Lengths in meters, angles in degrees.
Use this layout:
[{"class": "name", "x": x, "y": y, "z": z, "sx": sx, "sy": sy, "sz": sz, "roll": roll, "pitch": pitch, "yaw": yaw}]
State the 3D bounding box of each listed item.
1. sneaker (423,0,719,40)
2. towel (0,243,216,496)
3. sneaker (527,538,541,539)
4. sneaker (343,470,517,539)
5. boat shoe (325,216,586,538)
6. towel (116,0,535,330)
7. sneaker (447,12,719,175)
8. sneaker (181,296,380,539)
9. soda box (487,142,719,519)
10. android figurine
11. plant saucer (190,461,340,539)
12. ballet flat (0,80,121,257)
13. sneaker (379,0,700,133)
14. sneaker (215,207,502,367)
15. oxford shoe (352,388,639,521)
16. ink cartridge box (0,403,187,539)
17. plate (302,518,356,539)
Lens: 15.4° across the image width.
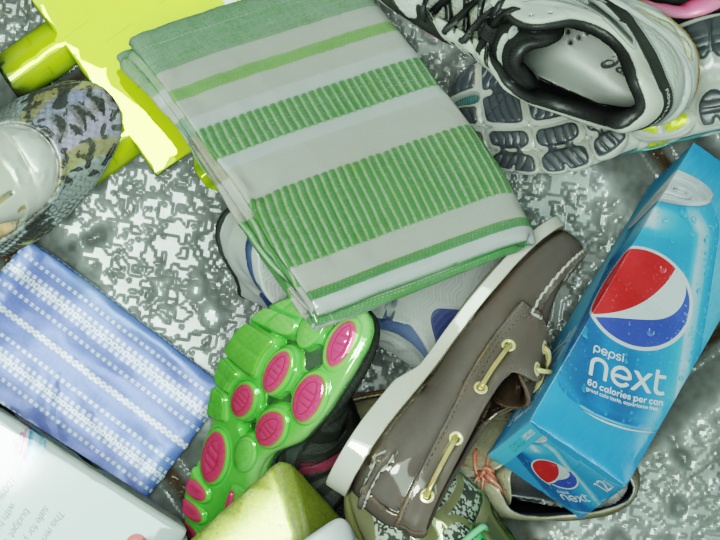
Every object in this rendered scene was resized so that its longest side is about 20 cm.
[{"class": "sneaker", "x": 0.124, "y": -0.161, "z": 1.461, "sx": 0.200, "sy": 0.095, "sz": 0.079, "roll": -3, "pitch": 92, "yaw": -3}, {"class": "towel", "x": -0.189, "y": 0.102, "z": 1.472, "sx": 0.145, "sy": 0.024, "sz": 0.200, "roll": 37, "pitch": 87, "yaw": -5}, {"class": "sneaker", "x": 0.121, "y": 0.252, "z": 1.476, "sx": 0.087, "sy": 0.074, "sz": 0.200, "roll": -33, "pitch": 88, "yaw": -4}, {"class": "sneaker", "x": 0.074, "y": 0.167, "z": 1.390, "sx": 0.077, "sy": 0.089, "sz": 0.200, "roll": -45, "pitch": 99, "yaw": -17}, {"class": "boat shoe", "x": 0.063, "y": 0.054, "z": 1.381, "sx": 0.059, "sy": 0.072, "sz": 0.200, "roll": 36, "pitch": 60, "yaw": 10}, {"class": "towel", "x": -0.016, "y": -0.067, "z": 1.382, "sx": 0.152, "sy": 0.023, "sz": 0.200, "roll": -21, "pitch": 59, "yaw": -28}, {"class": "sneaker", "x": 0.148, "y": -0.091, "z": 1.472, "sx": 0.200, "sy": 0.080, "sz": 0.078, "roll": -6, "pitch": 81, "yaw": 13}, {"class": "sneaker", "x": -0.033, "y": 0.081, "z": 1.403, "sx": 0.084, "sy": 0.200, "sz": 0.077, "roll": -14, "pitch": 55, "yaw": -38}, {"class": "soda box", "x": 0.150, "y": 0.031, "z": 1.440, "sx": 0.064, "sy": 0.068, "sz": 0.200, "roll": 34, "pitch": 63, "yaw": -3}, {"class": "android figurine", "x": -0.097, "y": -0.137, "z": 1.470, "sx": 0.200, "sy": 0.041, "sz": 0.182, "roll": -34, "pitch": 93, "yaw": -2}, {"class": "plant saucer", "x": -0.064, "y": 0.220, "z": 1.404, "sx": 0.200, "sy": 0.200, "sz": 0.048, "roll": -42, "pitch": 53, "yaw": -3}, {"class": "ballet flat", "x": -0.214, "y": -0.031, "z": 1.427, "sx": 0.200, "sy": 0.072, "sz": 0.072, "roll": -34, "pitch": 93, "yaw": 8}, {"class": "sneaker", "x": 0.081, "y": -0.134, "z": 1.396, "sx": 0.200, "sy": 0.088, "sz": 0.076, "roll": 25, "pitch": 115, "yaw": 14}, {"class": "sneaker", "x": -0.001, "y": 0.000, "z": 1.461, "sx": 0.199, "sy": 0.115, "sz": 0.081, "roll": 24, "pitch": 90, "yaw": -34}, {"class": "oxford shoe", "x": 0.057, "y": 0.103, "z": 1.466, "sx": 0.200, "sy": 0.075, "sz": 0.071, "roll": 2, "pitch": 93, "yaw": -4}, {"class": "ink cartridge box", "x": -0.214, "y": 0.144, "z": 1.419, "sx": 0.200, "sy": 0.083, "sz": 0.146, "roll": 34, "pitch": 86, "yaw": -8}, {"class": "plate", "x": -0.061, "y": 0.241, "z": 1.359, "sx": 0.199, "sy": 0.200, "sz": 0.032, "roll": -35, "pitch": 53, "yaw": -14}]
